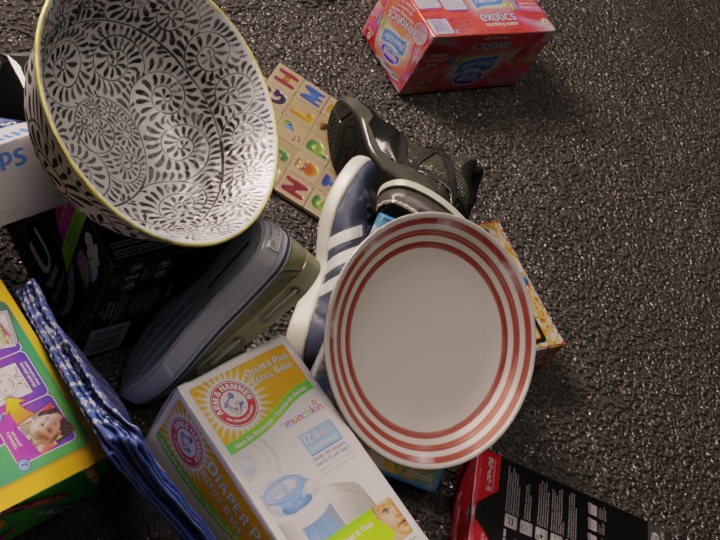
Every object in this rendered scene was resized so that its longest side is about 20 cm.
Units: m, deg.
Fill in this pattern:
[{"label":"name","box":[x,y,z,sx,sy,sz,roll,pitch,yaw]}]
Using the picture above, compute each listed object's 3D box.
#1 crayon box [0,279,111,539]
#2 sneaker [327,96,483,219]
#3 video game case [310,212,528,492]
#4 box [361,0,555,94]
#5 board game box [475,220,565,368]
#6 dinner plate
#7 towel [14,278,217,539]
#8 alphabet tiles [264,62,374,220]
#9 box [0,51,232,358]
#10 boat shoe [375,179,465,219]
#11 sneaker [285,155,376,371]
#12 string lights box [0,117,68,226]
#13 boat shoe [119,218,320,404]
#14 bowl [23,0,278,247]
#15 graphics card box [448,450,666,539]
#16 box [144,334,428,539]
[{"label":"crayon box","box":[-0.267,0.079,0.700,0.118,0.058,0.201,-24,71,-40]},{"label":"sneaker","box":[0.046,-0.103,1.069,0.113,0.077,0.200,-4,39,-38]},{"label":"video game case","box":[0.039,0.072,0.894,0.142,0.202,0.018,22,6,-15]},{"label":"box","box":[0.115,-0.281,1.254,0.198,0.095,0.103,-13,63,-37]},{"label":"board game box","box":[0.083,0.034,1.029,0.198,0.046,0.153,-8,60,-34]},{"label":"dinner plate","box":[0.056,0.055,0.850,0.198,0.024,0.203,1,89,-28]},{"label":"towel","box":[-0.164,0.100,0.727,0.024,0.146,0.200,-35,43,-11]},{"label":"alphabet tiles","box":[-0.059,-0.134,1.101,0.199,0.006,0.167,32,47,-5]},{"label":"box","box":[-0.204,-0.059,0.860,0.123,0.149,0.201,-16,67,-36]},{"label":"boat shoe","box":[0.077,0.010,0.929,0.202,0.071,0.061,49,45,-20]},{"label":"sneaker","box":[0.000,0.000,0.940,0.083,0.075,0.203,13,79,11]},{"label":"string lights box","box":[-0.313,-0.076,0.788,0.198,0.060,0.102,14,29,43]},{"label":"boat shoe","box":[-0.110,0.045,0.811,0.062,0.200,0.073,32,32,-27]},{"label":"bowl","box":[-0.159,-0.100,0.732,0.200,0.094,0.203,25,56,-42]},{"label":"graphics card box","box":[0.169,0.248,0.914,0.198,0.051,0.126,24,47,-12]},{"label":"box","box":[-0.060,0.169,0.804,0.112,0.102,0.201,-23,70,-41]}]
